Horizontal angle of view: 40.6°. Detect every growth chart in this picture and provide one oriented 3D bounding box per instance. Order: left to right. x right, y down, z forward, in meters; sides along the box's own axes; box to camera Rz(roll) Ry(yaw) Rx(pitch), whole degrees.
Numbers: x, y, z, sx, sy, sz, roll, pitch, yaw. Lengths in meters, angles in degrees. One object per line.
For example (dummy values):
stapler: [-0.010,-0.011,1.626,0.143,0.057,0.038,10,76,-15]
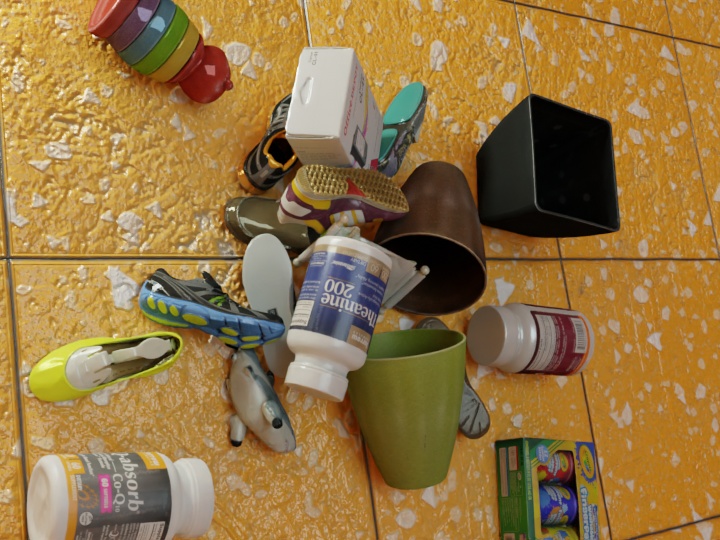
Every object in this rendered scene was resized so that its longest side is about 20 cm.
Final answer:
growth chart: [0.000,0.000,1.411,0.199,0.144,0.018,28,41,-35]

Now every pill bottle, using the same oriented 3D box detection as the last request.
pill bottle: [-0.280,0.273,1.146,0.198,0.116,0.118,4,74,-35]
pill bottle: [-0.034,0.066,1.296,0.110,0.110,0.203,24,74,-28]
pill bottle: [0.279,0.114,1.602,0.198,0.114,0.116,7,72,-34]

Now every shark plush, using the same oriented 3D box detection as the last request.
shark plush: [-0.148,0.157,1.334,0.083,0.091,0.202,3,53,-55]

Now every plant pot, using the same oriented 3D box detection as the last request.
plant pot: [0.069,0.203,1.399,0.185,0.186,0.203,-12,99,-37]
plant pot: [0.111,-0.067,1.510,0.186,0.186,0.202,33,46,-24]
plant pot: [0.303,-0.156,1.659,0.197,0.177,0.203,11,71,-34]

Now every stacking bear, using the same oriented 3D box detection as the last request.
stacking bear: [-0.263,-0.310,1.339,0.199,0.121,0.115,37,56,-31]

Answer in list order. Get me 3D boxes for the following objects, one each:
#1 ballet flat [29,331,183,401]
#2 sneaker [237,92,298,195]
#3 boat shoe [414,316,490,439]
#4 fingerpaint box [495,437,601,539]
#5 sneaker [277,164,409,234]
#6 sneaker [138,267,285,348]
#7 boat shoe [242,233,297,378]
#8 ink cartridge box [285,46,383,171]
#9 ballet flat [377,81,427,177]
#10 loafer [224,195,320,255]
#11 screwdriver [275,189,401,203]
ballet flat: [-0.308,0.111,1.204,0.198,0.067,0.068,-12,85,-37]
sneaker: [-0.105,-0.196,1.435,0.078,0.077,0.202,38,56,-19]
boat shoe: [0.135,0.170,1.522,0.072,0.063,0.202,-22,88,-12]
fingerpaint box: [0.306,0.377,1.570,0.165,0.073,0.203,11,71,-33]
sneaker: [-0.025,-0.093,1.376,0.198,0.090,0.076,8,48,-35]
sneaker: [-0.191,0.045,1.287,0.197,0.071,0.084,18,53,-9]
boat shoe: [-0.121,0.051,1.362,0.070,0.064,0.203,-9,87,-2]
ink cartridge box: [-0.032,-0.208,1.422,0.200,0.084,0.150,59,37,-65]
ballet flat: [0.061,-0.218,1.579,0.072,0.072,0.202,41,57,-19]
loafer: [-0.102,-0.066,1.405,0.198,0.067,0.077,14,69,-33]
screwdriver: [-0.029,-0.108,1.414,0.197,0.028,0.030,1,95,-23]
